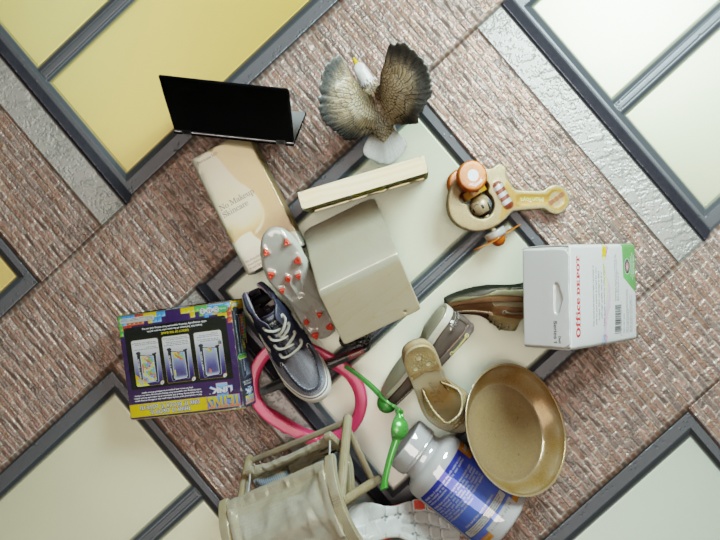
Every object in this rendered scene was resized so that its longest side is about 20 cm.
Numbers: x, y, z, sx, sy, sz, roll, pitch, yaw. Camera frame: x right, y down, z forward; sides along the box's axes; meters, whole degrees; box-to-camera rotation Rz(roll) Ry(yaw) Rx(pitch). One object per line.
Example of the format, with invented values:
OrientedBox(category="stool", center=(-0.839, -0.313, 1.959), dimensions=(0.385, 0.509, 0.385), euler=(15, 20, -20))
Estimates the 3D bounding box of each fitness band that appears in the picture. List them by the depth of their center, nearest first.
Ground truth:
OrientedBox(category="fitness band", center=(-0.084, 0.194, 1.522), dimensions=(0.198, 0.037, 0.145), euler=(28, 90, 1))

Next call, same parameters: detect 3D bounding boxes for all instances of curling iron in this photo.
OrientedBox(category="curling iron", center=(-0.069, 0.145, 1.494), dimensions=(0.198, 0.026, 0.050), euler=(-31, 66, 6))

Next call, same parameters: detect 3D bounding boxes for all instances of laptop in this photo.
OrientedBox(category="laptop", center=(-0.183, -0.258, 1.422), dimensions=(0.184, 0.201, 0.118), euler=(7, 120, 3))

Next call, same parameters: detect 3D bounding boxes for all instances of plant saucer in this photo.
OrientedBox(category="plant saucer", center=(0.230, 0.245, 1.463), dimensions=(0.197, 0.035, 0.204), euler=(12, 66, -29))

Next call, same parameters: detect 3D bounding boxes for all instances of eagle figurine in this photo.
OrientedBox(category="eagle figurine", center=(0.021, -0.256, 1.425), dimensions=(0.149, 0.200, 0.153), euler=(31, 92, 2))

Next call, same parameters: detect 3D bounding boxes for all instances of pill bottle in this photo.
OrientedBox(category="pill bottle", center=(0.145, 0.325, 1.472), dimensions=(0.199, 0.112, 0.113), euler=(39, 93, 2))

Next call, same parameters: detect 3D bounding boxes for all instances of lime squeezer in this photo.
OrientedBox(category="lime squeezer", center=(0.035, 0.225, 1.454), dimensions=(0.070, 0.037, 0.203), euler=(-32, 63, 29))

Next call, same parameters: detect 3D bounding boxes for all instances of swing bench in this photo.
OrientedBox(category="swing bench", center=(-0.091, 0.338, 1.415), dimensions=(0.197, 0.200, 0.131), euler=(-25, 99, 16))

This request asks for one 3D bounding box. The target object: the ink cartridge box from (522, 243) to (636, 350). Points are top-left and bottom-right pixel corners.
OrientedBox(category="ink cartridge box", center=(0.325, 0.035, 1.412), dimensions=(0.083, 0.198, 0.148), euler=(-1, 91, 43))

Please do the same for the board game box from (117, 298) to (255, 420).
OrientedBox(category="board game box", center=(-0.273, 0.140, 1.503), dimensions=(0.196, 0.057, 0.169), euler=(-7, 92, 14))

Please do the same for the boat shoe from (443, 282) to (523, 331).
OrientedBox(category="boat shoe", center=(0.229, 0.058, 1.483), dimensions=(0.196, 0.076, 0.075), euler=(-6, 94, 4))

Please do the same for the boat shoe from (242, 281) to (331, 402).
OrientedBox(category="boat shoe", center=(-0.118, 0.108, 1.454), dimensions=(0.074, 0.093, 0.201), euler=(-36, 63, -5))

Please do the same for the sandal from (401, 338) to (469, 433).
OrientedBox(category="sandal", center=(0.122, 0.199, 1.439), dimensions=(0.077, 0.070, 0.213), euler=(-27, 124, 7))

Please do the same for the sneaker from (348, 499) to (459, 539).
OrientedBox(category="sneaker", center=(0.059, 0.404, 1.506), dimensions=(0.197, 0.082, 0.078), euler=(13, 63, -16))

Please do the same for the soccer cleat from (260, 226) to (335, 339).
OrientedBox(category="soccer cleat", center=(-0.097, 0.016, 1.467), dimensions=(0.068, 0.078, 0.202), euler=(-24, 114, 8))

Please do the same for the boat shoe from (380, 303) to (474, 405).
OrientedBox(category="boat shoe", center=(0.098, 0.143, 1.481), dimensions=(0.059, 0.072, 0.201), euler=(30, 111, -13))

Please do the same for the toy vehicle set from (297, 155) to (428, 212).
OrientedBox(category="toy vehicle set", center=(0.007, -0.131, 1.466), dimensions=(0.197, 0.124, 0.027), euler=(-16, 90, 3))

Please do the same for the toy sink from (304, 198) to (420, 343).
OrientedBox(category="toy sink", center=(0.000, 0.000, 1.463), dimensions=(0.129, 0.201, 0.113), euler=(-25, 119, 2))

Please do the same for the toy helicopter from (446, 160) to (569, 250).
OrientedBox(category="toy helicopter", center=(0.230, -0.098, 1.482), dimensions=(0.196, 0.079, 0.135), euler=(-2, 84, -10))

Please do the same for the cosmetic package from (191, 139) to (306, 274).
OrientedBox(category="cosmetic package", center=(-0.174, -0.105, 1.502), dimensions=(0.104, 0.071, 0.202), euler=(-28, 90, 3))
